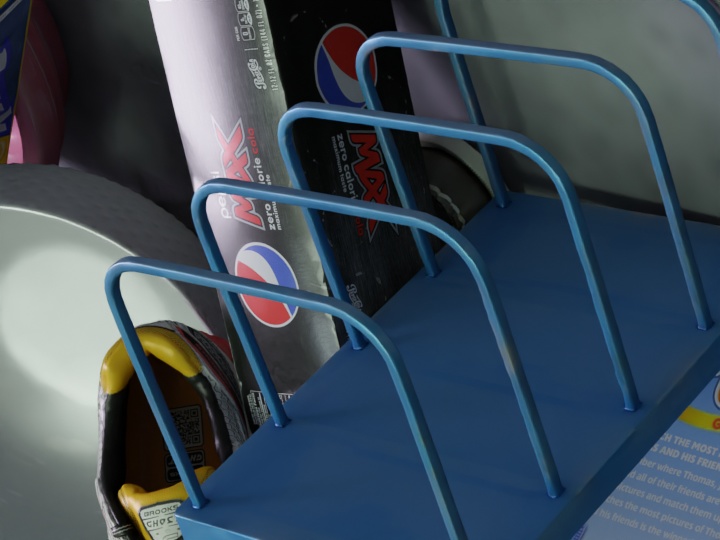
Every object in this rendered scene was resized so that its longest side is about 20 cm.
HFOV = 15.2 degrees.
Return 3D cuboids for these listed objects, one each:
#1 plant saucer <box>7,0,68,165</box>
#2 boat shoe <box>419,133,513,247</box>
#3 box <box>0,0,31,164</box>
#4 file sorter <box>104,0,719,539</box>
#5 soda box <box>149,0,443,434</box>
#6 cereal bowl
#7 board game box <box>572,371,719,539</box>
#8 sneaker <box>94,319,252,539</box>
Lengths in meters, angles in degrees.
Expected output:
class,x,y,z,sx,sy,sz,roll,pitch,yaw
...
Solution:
class,x,y,z,sx,sy,sz,roll,pitch,yaw
plant saucer,-0.207,-0.118,1.262,0.200,0.051,0.201,34,150,22
boat shoe,0.002,0.002,1.113,0.072,0.060,0.202,48,152,0
box,-0.194,-0.070,1.175,0.064,0.070,0.200,36,150,9
file sorter,0.031,-0.001,0.911,0.138,0.200,0.123,10,133,41
soda box,-0.020,-0.040,1.012,0.063,0.071,0.201,2,109,43
cereal bowl,-0.132,0.036,1.165,0.199,0.083,0.201,7,123,11
board game box,0.092,0.097,0.968,0.151,0.201,0.037,15,166,46
sneaker,-0.067,0.115,1.030,0.082,0.078,0.201,45,-151,-71
